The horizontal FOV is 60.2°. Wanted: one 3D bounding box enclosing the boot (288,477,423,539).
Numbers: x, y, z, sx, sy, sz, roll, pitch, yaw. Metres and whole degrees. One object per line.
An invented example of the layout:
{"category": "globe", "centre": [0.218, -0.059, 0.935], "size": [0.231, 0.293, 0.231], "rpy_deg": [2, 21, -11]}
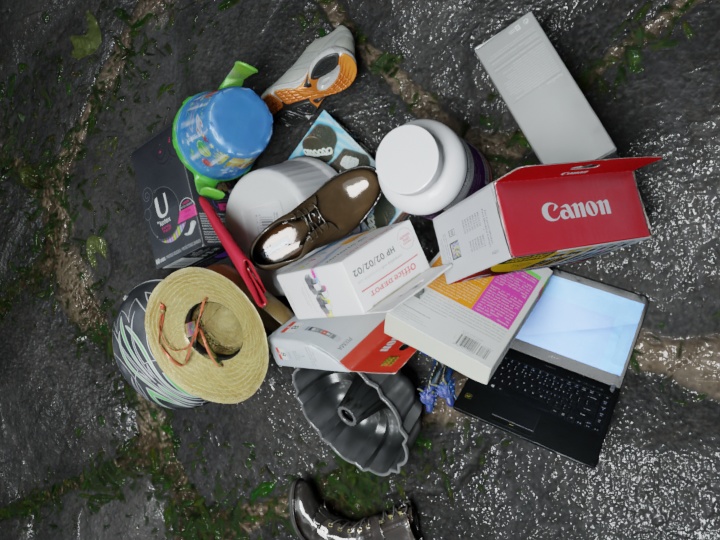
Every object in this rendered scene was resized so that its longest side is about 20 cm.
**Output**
{"category": "boot", "centre": [0.002, 0.370, 0.899], "size": [0.173, 0.069, 0.202], "rpy_deg": [-29, 85, 20]}

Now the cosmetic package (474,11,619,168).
{"category": "cosmetic package", "centre": [0.232, -0.200, 0.768], "size": [0.089, 0.107, 0.202], "rpy_deg": [-28, 76, 20]}

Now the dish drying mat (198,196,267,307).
{"category": "dish drying mat", "centre": [-0.170, -0.031, 0.823], "size": [0.018, 0.077, 0.200], "rpy_deg": [-29, 38, -11]}

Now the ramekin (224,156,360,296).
{"category": "ramekin", "centre": [-0.107, -0.060, 0.906], "size": [0.198, 0.097, 0.204], "rpy_deg": [10, 107, 35]}

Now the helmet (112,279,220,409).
{"category": "helmet", "centre": [-0.279, 0.112, 0.958], "size": [0.197, 0.190, 0.203], "rpy_deg": [1, 92, 27]}

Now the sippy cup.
{"category": "sippy cup", "centre": [-0.191, -0.203, 0.899], "size": [0.130, 0.138, 0.180], "rpy_deg": [2, 112, 61]}

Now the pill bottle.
{"category": "pill bottle", "centre": [0.092, -0.122, 0.781], "size": [0.111, 0.199, 0.114], "rpy_deg": [-1, 89, 25]}

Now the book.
{"category": "book", "centre": [0.136, 0.033, 0.747], "size": [0.132, 0.200, 0.049], "rpy_deg": [26, 134, 22]}

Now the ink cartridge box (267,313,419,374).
{"category": "ink cartridge box", "centre": [0.001, 0.064, 0.784], "size": [0.198, 0.162, 0.051], "rpy_deg": [-7, 112, 43]}

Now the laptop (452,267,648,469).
{"category": "laptop", "centre": [0.234, 0.103, 0.764], "size": [0.175, 0.200, 0.104], "rpy_deg": [19, 134, 25]}

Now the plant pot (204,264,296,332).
{"category": "plant pot", "centre": [-0.143, 0.052, 0.909], "size": [0.199, 0.201, 0.028], "rpy_deg": [33, 75, 22]}

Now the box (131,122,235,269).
{"category": "box", "centre": [-0.275, -0.116, 1.002], "size": [0.121, 0.106, 0.203], "rpy_deg": [-21, 80, 32]}

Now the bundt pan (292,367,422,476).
{"category": "bundt pan", "centre": [0.003, 0.178, 0.855], "size": [0.200, 0.076, 0.204], "rpy_deg": [25, 133, 29]}

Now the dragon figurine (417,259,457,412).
{"category": "dragon figurine", "centre": [0.108, 0.083, 0.827], "size": [0.058, 0.099, 0.203], "rpy_deg": [-4, 87, 25]}

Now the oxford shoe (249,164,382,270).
{"category": "oxford shoe", "centre": [-0.053, -0.059, 0.775], "size": [0.199, 0.084, 0.073], "rpy_deg": [-37, 95, 6]}

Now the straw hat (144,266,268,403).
{"category": "straw hat", "centre": [-0.187, 0.074, 0.841], "size": [0.198, 0.085, 0.204], "rpy_deg": [8, 109, 23]}

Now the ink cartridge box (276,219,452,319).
{"category": "ink cartridge box", "centre": [0.000, 0.000, 0.745], "size": [0.199, 0.115, 0.069], "rpy_deg": [-10, 109, 55]}

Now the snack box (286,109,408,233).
{"category": "snack box", "centre": [-0.019, -0.127, 0.924], "size": [0.200, 0.037, 0.116], "rpy_deg": [47, 110, 18]}

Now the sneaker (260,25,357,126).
{"category": "sneaker", "centre": [-0.078, -0.294, 0.947], "size": [0.198, 0.075, 0.093], "rpy_deg": [-20, 48, 36]}

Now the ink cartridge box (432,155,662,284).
{"category": "ink cartridge box", "centre": [0.211, -0.054, 0.688], "size": [0.175, 0.197, 0.085], "rpy_deg": [148, 111, -65]}
